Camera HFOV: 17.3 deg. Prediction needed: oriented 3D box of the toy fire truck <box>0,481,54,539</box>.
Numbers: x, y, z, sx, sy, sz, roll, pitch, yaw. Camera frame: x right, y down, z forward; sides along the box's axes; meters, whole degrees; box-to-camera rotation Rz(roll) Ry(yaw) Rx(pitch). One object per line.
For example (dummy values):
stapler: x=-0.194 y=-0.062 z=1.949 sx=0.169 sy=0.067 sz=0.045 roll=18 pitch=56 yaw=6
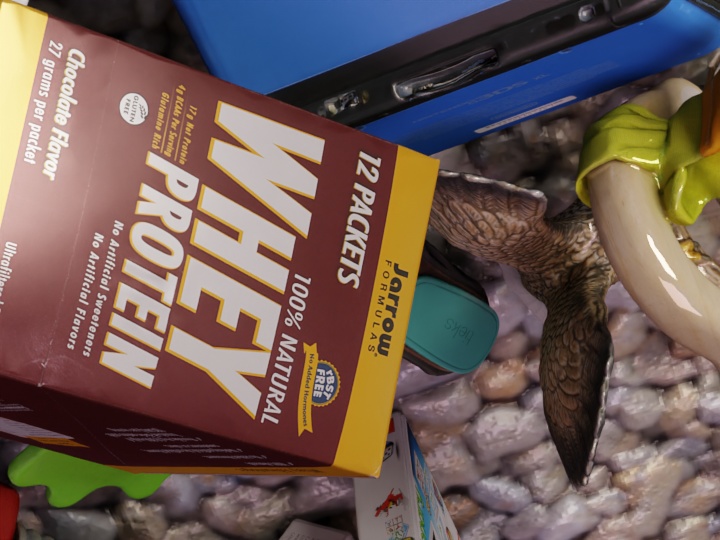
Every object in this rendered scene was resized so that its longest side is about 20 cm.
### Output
toy fire truck: x=-0.161 y=0.170 z=1.196 sx=0.176 sy=0.129 sz=0.200 roll=29 pitch=137 yaw=-25

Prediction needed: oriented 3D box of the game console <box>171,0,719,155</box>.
game console: x=0.034 y=-0.129 z=1.008 sx=0.200 sy=0.119 sz=0.171 roll=-18 pitch=169 yaw=22

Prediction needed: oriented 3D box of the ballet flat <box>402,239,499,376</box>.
ballet flat: x=0.000 y=0.000 z=1.132 sx=0.068 sy=0.068 sz=0.200 roll=-55 pitch=148 yaw=-6

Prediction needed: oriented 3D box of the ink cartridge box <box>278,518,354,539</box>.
ink cartridge box: x=-0.049 y=0.266 z=1.286 sx=0.045 sy=0.200 sz=0.176 roll=11 pitch=136 yaw=32

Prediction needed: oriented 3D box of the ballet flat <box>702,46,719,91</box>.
ballet flat: x=0.186 y=-0.087 z=1.075 sx=0.063 sy=0.069 sz=0.200 roll=-38 pitch=159 yaw=-14

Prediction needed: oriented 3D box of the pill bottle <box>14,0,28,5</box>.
pill bottle: x=-0.240 y=-0.150 z=0.992 sx=0.200 sy=0.112 sz=0.112 roll=20 pitch=122 yaw=-21

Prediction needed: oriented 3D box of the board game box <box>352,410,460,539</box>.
board game box: x=0.034 y=0.185 z=1.224 sx=0.035 sy=0.200 sz=0.126 roll=-18 pitch=126 yaw=9

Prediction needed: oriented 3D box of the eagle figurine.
eagle figurine: x=0.096 y=-0.002 z=1.099 sx=0.152 sy=0.200 sz=0.151 roll=22 pitch=121 yaw=28

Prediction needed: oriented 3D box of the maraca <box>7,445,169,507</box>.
maraca: x=-0.104 y=0.052 z=1.166 sx=0.137 sy=0.107 sz=0.200 roll=-1 pitch=138 yaw=-27

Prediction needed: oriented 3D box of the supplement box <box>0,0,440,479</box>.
supplement box: x=-0.113 y=-0.003 z=0.954 sx=0.200 sy=0.133 sz=0.197 roll=19 pitch=167 yaw=-31

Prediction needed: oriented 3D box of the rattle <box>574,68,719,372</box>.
rattle: x=0.196 y=-0.008 z=1.005 sx=0.143 sy=0.130 sz=0.200 roll=-34 pitch=87 yaw=23
